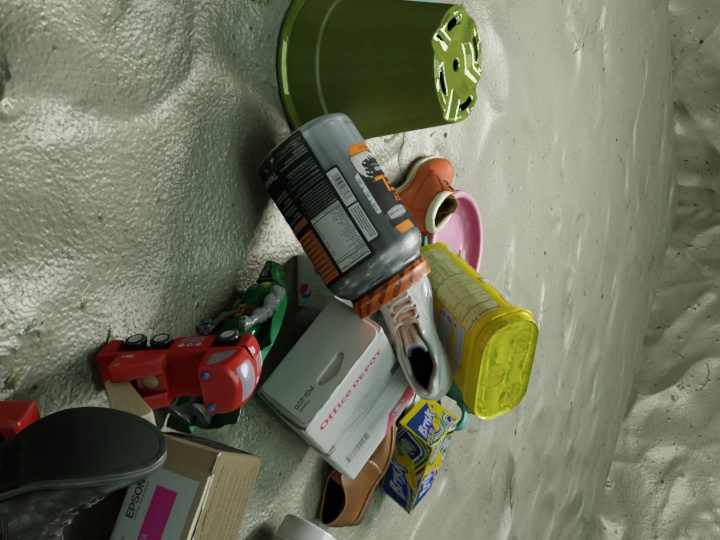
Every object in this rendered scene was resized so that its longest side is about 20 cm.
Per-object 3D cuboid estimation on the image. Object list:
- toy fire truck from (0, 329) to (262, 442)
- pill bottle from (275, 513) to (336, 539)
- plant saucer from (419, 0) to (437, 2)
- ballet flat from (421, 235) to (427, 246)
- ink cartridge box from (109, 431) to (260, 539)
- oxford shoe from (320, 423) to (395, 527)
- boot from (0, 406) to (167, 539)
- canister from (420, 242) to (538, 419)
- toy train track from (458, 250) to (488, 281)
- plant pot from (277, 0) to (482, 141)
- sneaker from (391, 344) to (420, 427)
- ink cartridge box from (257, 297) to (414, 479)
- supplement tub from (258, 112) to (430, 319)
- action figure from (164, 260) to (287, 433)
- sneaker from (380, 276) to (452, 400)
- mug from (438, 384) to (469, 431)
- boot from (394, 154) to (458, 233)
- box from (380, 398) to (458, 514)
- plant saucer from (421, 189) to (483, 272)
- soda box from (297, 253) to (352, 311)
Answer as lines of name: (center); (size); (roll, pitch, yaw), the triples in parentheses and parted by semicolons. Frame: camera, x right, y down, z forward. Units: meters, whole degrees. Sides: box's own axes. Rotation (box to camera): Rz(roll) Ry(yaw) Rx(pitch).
toy fire truck: (-0.190, 0.106, 0.547); (0.142, 0.195, 0.050); (-75, 160, -67)
pill bottle: (-0.101, 0.402, 0.774); (0.202, 0.109, 0.112); (-61, 141, -29)
plant saucer: (0.085, -0.329, 0.961); (0.199, 0.038, 0.206); (-16, 110, -54)
ballet flat: (0.080, 0.040, 1.010); (0.068, 0.066, 0.205); (-65, 148, -70)
ink cartridge box: (-0.173, 0.262, 0.617); (0.165, 0.073, 0.204); (73, 34, -71)
oxford shoe: (-0.005, 0.265, 0.913); (0.071, 0.070, 0.204); (12, 96, -51)
boot: (-0.233, 0.199, 0.490); (0.195, 0.070, 0.177); (-9, 122, -12)
canister: (0.136, 0.071, 0.870); (0.085, 0.200, 0.151); (-13, 126, -21)
toy train track: (0.169, 0.027, 1.088); (0.199, 0.032, 0.118); (0, 90, -62)
plant pot: (0.035, -0.238, 0.771); (0.198, 0.187, 0.205); (-16, 109, -53)
sneaker: (0.061, 0.191, 1.013); (0.130, 0.079, 0.200); (-47, 156, -16)
ink cartridge box: (-0.022, 0.151, 0.809); (0.146, 0.084, 0.201); (-51, 150, -16)
supplement tub: (-0.014, -0.058, 0.724); (0.122, 0.122, 0.202); (-32, 89, -48)
action figure: (-0.128, 0.068, 0.688); (0.055, 0.116, 0.202); (53, 45, -32)
sneaker: (0.063, 0.061, 0.805); (0.087, 0.073, 0.204); (19, 48, -79)
mug: (0.172, 0.155, 1.121); (0.185, 0.113, 0.154); (-46, 143, -33)
boot: (0.112, -0.112, 0.991); (0.200, 0.105, 0.076); (-48, 132, -42)
box: (0.086, 0.284, 1.003); (0.070, 0.064, 0.203); (-37, 149, -36)
plant saucer: (0.145, -0.033, 1.106); (0.199, 0.050, 0.206); (-19, 113, -53)
soda box: (0.000, 0.000, 0.882); (0.199, 0.063, 0.070); (-17, 111, -54)
